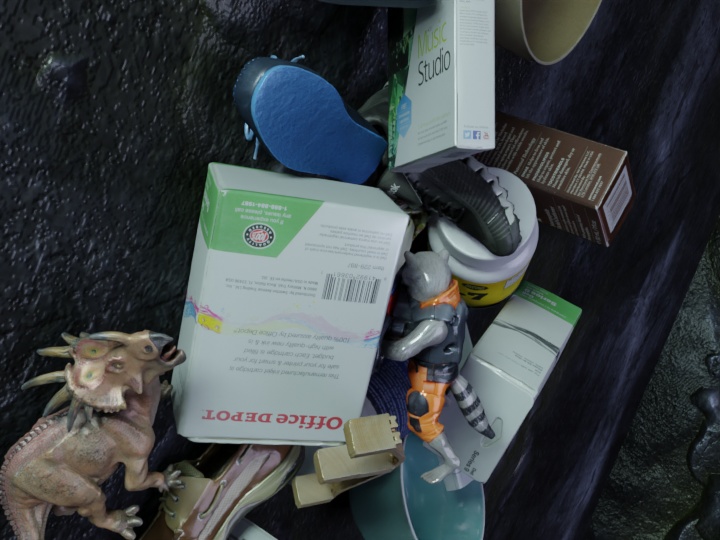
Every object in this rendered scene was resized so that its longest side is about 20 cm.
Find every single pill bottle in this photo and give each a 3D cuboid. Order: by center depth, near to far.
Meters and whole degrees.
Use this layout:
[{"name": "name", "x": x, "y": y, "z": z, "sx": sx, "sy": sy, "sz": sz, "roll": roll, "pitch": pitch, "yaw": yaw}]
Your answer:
[{"name": "pill bottle", "x": -0.004, "y": 0.139, "z": 0.904, "sx": 0.200, "sy": 0.111, "sz": 0.111, "roll": -30, "pitch": 135, "yaw": -48}, {"name": "pill bottle", "x": 0.128, "y": -0.032, "z": 0.941, "sx": 0.114, "sy": 0.114, "sz": 0.200, "roll": -60, "pitch": 169, "yaw": -11}]

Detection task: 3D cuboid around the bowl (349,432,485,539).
[{"name": "bowl", "x": 0.059, "y": 0.269, "z": 1.066, "sx": 0.201, "sy": 0.105, "sz": 0.201, "roll": 32, "pitch": 51, "yaw": -49}]

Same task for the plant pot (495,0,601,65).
[{"name": "plant pot", "x": 0.133, "y": -0.299, "z": 0.788, "sx": 0.200, "sy": 0.134, "sz": 0.201, "roll": -40, "pitch": 142, "yaw": -40}]

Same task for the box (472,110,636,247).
[{"name": "box", "x": 0.184, "y": -0.106, "z": 0.946, "sx": 0.075, "sy": 0.200, "sz": 0.100, "roll": -59, "pitch": 150, "yaw": -9}]

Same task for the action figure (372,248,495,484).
[{"name": "action figure", "x": 0.069, "y": 0.063, "z": 0.815, "sx": 0.200, "sy": 0.104, "sz": 0.194, "roll": -65, "pitch": 151, "yaw": -59}]

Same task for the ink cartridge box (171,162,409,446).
[{"name": "ink cartridge box", "x": -0.061, "y": 0.030, "z": 0.690, "sx": 0.145, "sy": 0.088, "sz": 0.200, "roll": 6, "pitch": 108, "yaw": -19}]

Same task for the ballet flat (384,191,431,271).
[{"name": "ballet flat", "x": 0.000, "y": 0.000, "z": 0.859, "sx": 0.200, "sy": 0.064, "sz": 0.076, "roll": -57, "pitch": 149, "yaw": -15}]

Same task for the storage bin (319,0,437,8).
[{"name": "storage bin", "x": -0.010, "y": -0.278, "z": 0.578, "sx": 0.200, "sy": 0.145, "sz": 0.135, "roll": 18, "pitch": 85, "yaw": -61}]

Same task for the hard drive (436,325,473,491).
[{"name": "hard drive", "x": 0.115, "y": 0.151, "z": 1.084, "sx": 0.132, "sy": 0.027, "sz": 0.200, "roll": -13, "pitch": 87, "yaw": -58}]

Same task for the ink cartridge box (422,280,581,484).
[{"name": "ink cartridge box", "x": 0.164, "y": 0.121, "z": 1.001, "sx": 0.200, "sy": 0.084, "sz": 0.146, "roll": -40, "pitch": 156, "yaw": -56}]

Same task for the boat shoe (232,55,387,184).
[{"name": "boat shoe", "x": -0.050, "y": -0.114, "z": 0.694, "sx": 0.084, "sy": 0.069, "sz": 0.200, "roll": -52, "pitch": 156, "yaw": 1}]

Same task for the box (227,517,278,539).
[{"name": "box", "x": -0.111, "y": 0.362, "z": 0.796, "sx": 0.200, "sy": 0.199, "sz": 0.172, "roll": -45, "pitch": 145, "yaw": -33}]

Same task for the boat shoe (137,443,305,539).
[{"name": "boat shoe", "x": -0.141, "y": 0.196, "z": 0.771, "sx": 0.200, "sy": 0.076, "sz": 0.074, "roll": -43, "pitch": 116, "yaw": -21}]

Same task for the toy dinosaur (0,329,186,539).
[{"name": "toy dinosaur", "x": -0.196, "y": 0.117, "z": 0.607, "sx": 0.200, "sy": 0.086, "sz": 0.136, "roll": -48, "pitch": 141, "yaw": -7}]

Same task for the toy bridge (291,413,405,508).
[{"name": "toy bridge", "x": -0.003, "y": 0.153, "z": 0.707, "sx": 0.067, "sy": 0.027, "sz": 0.200, "roll": -6, "pitch": 157, "yaw": -20}]

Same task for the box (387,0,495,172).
[{"name": "box", "x": 0.059, "y": -0.184, "z": 0.693, "sx": 0.036, "sy": 0.144, "sz": 0.200, "roll": 1, "pitch": 88, "yaw": -18}]

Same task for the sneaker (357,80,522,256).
[{"name": "sneaker", "x": 0.061, "y": -0.083, "z": 0.806, "sx": 0.090, "sy": 0.200, "sz": 0.066, "roll": -35, "pitch": 175, "yaw": -20}]
